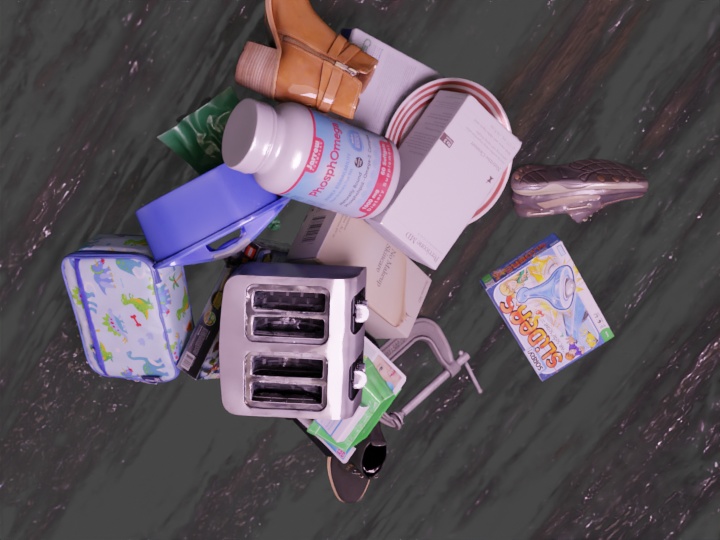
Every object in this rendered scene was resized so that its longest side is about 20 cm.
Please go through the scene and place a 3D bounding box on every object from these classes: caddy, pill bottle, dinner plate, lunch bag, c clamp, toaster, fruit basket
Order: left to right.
[{"bbox_3d":[-0.314,0.053,1.340,0.160,0.083,0.201,5,118,21],"label":"lunch bag"},{"bbox_3d":[-0.182,-0.068,1.234,0.199,0.141,0.106,-26,97,7],"label":"caddy"},{"bbox_3d":[-0.088,0.081,1.223,0.198,0.119,0.182,3,97,3],"label":"toaster"},{"bbox_3d":[-0.059,-0.134,1.168,0.199,0.109,0.109,15,112,-35],"label":"pill bottle"},{"bbox_3d":[-0.053,0.144,1.359,0.200,0.094,0.186,40,120,10],"label":"fruit basket"},{"bbox_3d":[0.088,0.166,1.487,0.199,0.027,0.172,-33,109,-25],"label":"c clamp"},{"bbox_3d":[0.115,-0.155,1.316,0.199,0.024,0.202,-6,105,-25],"label":"dinner plate"}]

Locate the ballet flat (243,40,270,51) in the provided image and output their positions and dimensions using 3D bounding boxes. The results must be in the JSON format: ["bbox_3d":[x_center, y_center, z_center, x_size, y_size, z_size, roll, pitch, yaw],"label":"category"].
[{"bbox_3d":[-0.073,-0.236,1.295,0.065,0.070,0.200,-48,120,-16],"label":"ballet flat"}]

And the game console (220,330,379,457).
[{"bbox_3d":[-0.091,0.151,1.439,0.116,0.176,0.201,0,119,-43],"label":"game console"}]

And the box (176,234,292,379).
[{"bbox_3d":[-0.161,0.053,1.353,0.040,0.137,0.201,30,99,21],"label":"box"}]

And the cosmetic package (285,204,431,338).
[{"bbox_3d":[0.000,0.000,1.367,0.200,0.073,0.104,40,61,-33],"label":"cosmetic package"}]

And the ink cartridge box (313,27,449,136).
[{"bbox_3d":[0.026,-0.188,1.299,0.199,0.041,0.201,20,92,-34],"label":"ink cartridge box"}]

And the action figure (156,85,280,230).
[{"bbox_3d":[-0.167,-0.133,1.321,0.118,0.055,0.201,-32,113,3],"label":"action figure"}]

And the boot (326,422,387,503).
[{"bbox_3d":[-0.003,0.303,1.510,0.077,0.139,0.201,0,116,-11],"label":"boot"}]

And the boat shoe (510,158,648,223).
[{"bbox_3d":[0.312,-0.113,1.422,0.198,0.075,0.074,-1,125,-1],"label":"boat shoe"}]

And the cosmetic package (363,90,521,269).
[{"bbox_3d":[0.099,-0.117,1.259,0.113,0.081,0.201,35,85,-29],"label":"cosmetic package"}]

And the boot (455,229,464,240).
[{"bbox_3d":[0.084,-0.125,1.373,0.199,0.070,0.147,14,105,-18],"label":"boot"}]

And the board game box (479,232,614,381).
[{"bbox_3d":[0.287,0.058,1.510,0.135,0.035,0.200,-33,116,5],"label":"board game box"}]

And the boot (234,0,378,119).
[{"bbox_3d":[-0.049,-0.285,1.200,0.154,0.201,0.077,18,155,3],"label":"boot"}]
